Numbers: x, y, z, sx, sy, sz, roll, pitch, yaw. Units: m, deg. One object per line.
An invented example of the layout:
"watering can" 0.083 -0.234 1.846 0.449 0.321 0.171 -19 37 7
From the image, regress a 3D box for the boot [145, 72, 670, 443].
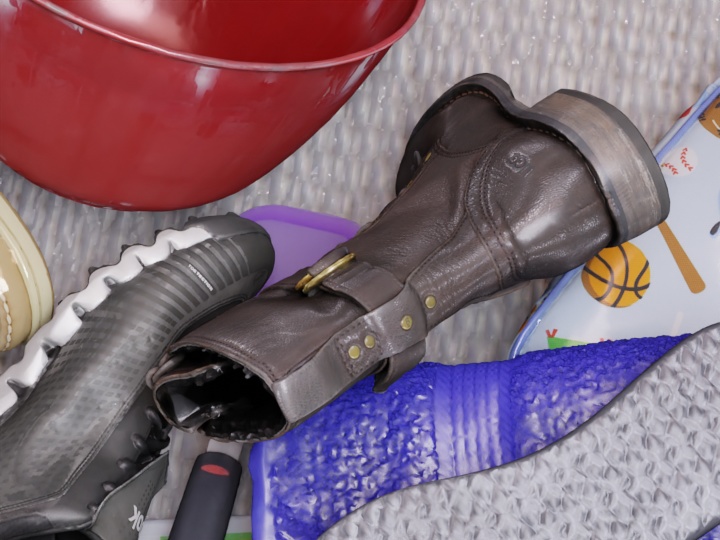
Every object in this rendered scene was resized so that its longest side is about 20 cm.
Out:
"boot" 0.000 0.000 0.996 0.174 0.200 0.069 -31 99 -16

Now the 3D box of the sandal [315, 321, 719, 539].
"sandal" 0.063 0.089 0.945 0.200 0.043 0.076 -27 82 -4

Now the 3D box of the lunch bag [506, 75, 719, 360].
"lunch bag" 0.153 0.029 1.053 0.160 0.076 0.200 36 73 10

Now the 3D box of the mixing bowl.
"mixing bowl" -0.084 -0.093 1.060 0.199 0.109 0.200 15 35 -10

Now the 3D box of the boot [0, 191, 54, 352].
"boot" -0.227 -0.008 1.038 0.200 0.073 0.155 37 47 17

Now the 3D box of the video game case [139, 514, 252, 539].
"video game case" -0.056 0.187 1.024 0.181 0.022 0.201 -3 69 0

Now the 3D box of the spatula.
"spatula" -0.048 0.060 1.059 0.056 0.021 0.201 13 55 7

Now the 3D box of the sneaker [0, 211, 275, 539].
"sneaker" -0.096 0.063 1.032 0.200 0.067 0.091 -39 68 -16

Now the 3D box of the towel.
"towel" 0.059 0.100 0.981 0.199 0.050 0.148 -6 85 12
